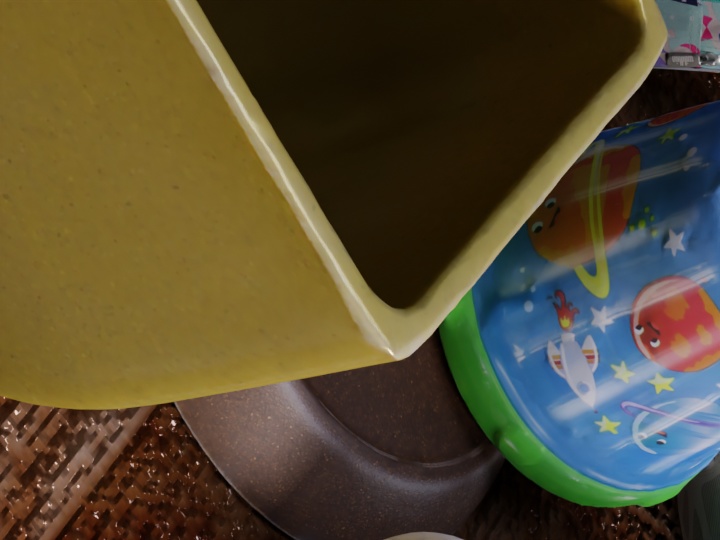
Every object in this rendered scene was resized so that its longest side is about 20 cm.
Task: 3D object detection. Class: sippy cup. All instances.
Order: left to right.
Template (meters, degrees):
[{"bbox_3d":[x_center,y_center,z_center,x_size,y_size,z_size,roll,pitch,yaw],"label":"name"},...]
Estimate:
[{"bbox_3d":[0.116,0.002,1.016,0.177,0.130,0.140,-23,89,-43],"label":"sippy cup"}]

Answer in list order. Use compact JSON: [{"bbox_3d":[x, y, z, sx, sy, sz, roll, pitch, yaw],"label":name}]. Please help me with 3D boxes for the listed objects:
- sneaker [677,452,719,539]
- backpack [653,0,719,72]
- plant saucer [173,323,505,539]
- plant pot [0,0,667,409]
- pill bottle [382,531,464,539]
[{"bbox_3d":[0.120,0.035,1.139,0.115,0.076,0.201,30,44,-29],"label":"sneaker"},{"bbox_3d":[0.192,-0.162,1.200,0.178,0.199,0.151,-47,131,-50],"label":"backpack"},{"bbox_3d":[0.000,0.000,1.026,0.200,0.034,0.201,26,54,-43],"label":"plant saucer"},{"bbox_3d":[-0.069,-0.074,0.838,0.195,0.199,0.196,59,38,-14],"label":"plant pot"},{"bbox_3d":[0.070,0.171,0.968,0.200,0.113,0.114,30,52,-39],"label":"pill bottle"}]
